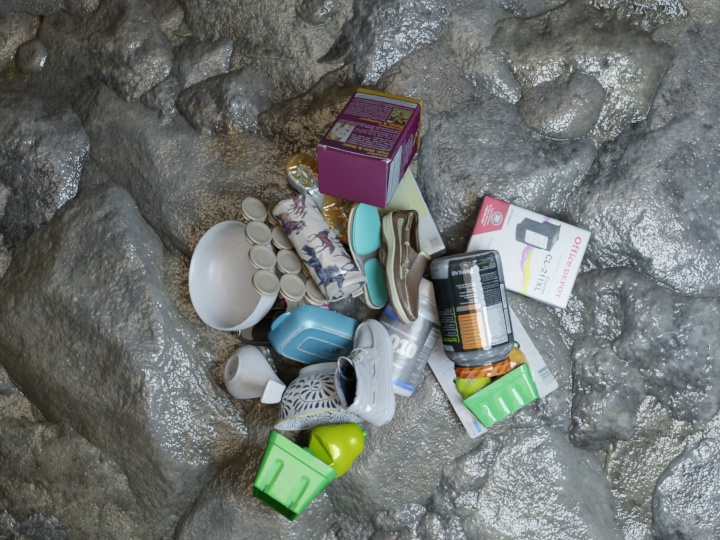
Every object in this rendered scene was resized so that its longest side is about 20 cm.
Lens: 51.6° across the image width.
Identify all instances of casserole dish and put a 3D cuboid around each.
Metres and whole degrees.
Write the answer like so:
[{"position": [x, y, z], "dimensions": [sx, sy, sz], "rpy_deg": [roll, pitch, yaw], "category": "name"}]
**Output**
[{"position": [-0.072, 0.125, 1.322], "dimensions": [0.121, 0.199, 0.039], "rpy_deg": [-42, 47, 26], "category": "casserole dish"}]

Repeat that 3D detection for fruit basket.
[{"position": [-0.092, 0.332, 1.320], "dimensions": [0.154, 0.216, 0.217], "rpy_deg": [31, 92, 4], "category": "fruit basket"}, {"position": [0.228, 0.170, 1.346], "dimensions": [0.184, 0.094, 0.201], "rpy_deg": [-34, 67, 12], "category": "fruit basket"}]

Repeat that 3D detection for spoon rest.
[{"position": [-0.190, 0.196, 1.341], "dimensions": [0.060, 0.199, 0.100], "rpy_deg": [23, 87, -33], "category": "spoon rest"}]

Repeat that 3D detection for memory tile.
[{"position": [-0.131, -0.034, 1.299], "dimensions": [0.152, 0.017, 0.202], "rpy_deg": [9, 53, -33], "category": "memory tile"}]

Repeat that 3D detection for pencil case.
[{"position": [-0.068, -0.038, 1.281], "dimensions": [0.078, 0.089, 0.201], "rpy_deg": [-39, 78, 23], "category": "pencil case"}]

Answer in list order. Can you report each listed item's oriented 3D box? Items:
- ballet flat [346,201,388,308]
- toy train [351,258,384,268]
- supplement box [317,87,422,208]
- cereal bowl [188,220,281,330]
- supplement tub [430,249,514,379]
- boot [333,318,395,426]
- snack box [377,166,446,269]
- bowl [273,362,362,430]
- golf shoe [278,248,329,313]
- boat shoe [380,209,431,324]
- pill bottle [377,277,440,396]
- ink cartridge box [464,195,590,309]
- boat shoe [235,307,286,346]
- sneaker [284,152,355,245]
[{"position": [0.004, -0.029, 1.314], "dimensions": [0.067, 0.062, 0.203], "rpy_deg": [-14, 104, -28], "category": "ballet flat"}, {"position": [0.000, 0.000, 1.386], "dimensions": [0.197, 0.042, 0.057], "rpy_deg": [-11, 78, 5], "category": "toy train"}, {"position": [0.020, -0.217, 1.296], "dimensions": [0.129, 0.201, 0.104], "rpy_deg": [15, 135, 14], "category": "supplement box"}, {"position": [-0.219, 0.011, 1.365], "dimensions": [0.198, 0.083, 0.203], "rpy_deg": [-4, 84, 34], "category": "cereal bowl"}, {"position": [0.190, 0.072, 1.250], "dimensions": [0.121, 0.123, 0.203], "rpy_deg": [-9, 93, 5], "category": "supplement tub"}, {"position": [0.002, 0.153, 1.235], "dimensions": [0.073, 0.095, 0.202], "rpy_deg": [-34, 45, 27], "category": "boot"}, {"position": [0.065, -0.101, 1.362], "dimensions": [0.115, 0.037, 0.202], "rpy_deg": [-24, 74, 4], "category": "snack box"}, {"position": [-0.060, 0.219, 1.322], "dimensions": [0.198, 0.201, 0.095], "rpy_deg": [-10, 72, 5], "category": "bowl"}, {"position": [-0.125, 0.003, 1.363], "dimensions": [0.091, 0.075, 0.202], "rpy_deg": [-30, 60, 21], "category": "golf shoe"}, {"position": [0.083, -0.013, 1.267], "dimensions": [0.074, 0.075, 0.205], "rpy_deg": [-15, 69, 21], "category": "boat shoe"}, {"position": [0.082, 0.112, 1.337], "dimensions": [0.113, 0.114, 0.202], "rpy_deg": [25, 88, 5], "category": "pill bottle"}, {"position": [0.292, -0.032, 1.338], "dimensions": [0.198, 0.083, 0.148], "rpy_deg": [19, 90, 5], "category": "ink cartridge box"}, {"position": [-0.139, 0.105, 1.383], "dimensions": [0.197, 0.068, 0.073], "rpy_deg": [-2, 90, 6], "category": "boat shoe"}, {"position": [-0.062, -0.128, 1.372], "dimensions": [0.075, 0.088, 0.201], "rpy_deg": [-38, 88, -14], "category": "sneaker"}]
